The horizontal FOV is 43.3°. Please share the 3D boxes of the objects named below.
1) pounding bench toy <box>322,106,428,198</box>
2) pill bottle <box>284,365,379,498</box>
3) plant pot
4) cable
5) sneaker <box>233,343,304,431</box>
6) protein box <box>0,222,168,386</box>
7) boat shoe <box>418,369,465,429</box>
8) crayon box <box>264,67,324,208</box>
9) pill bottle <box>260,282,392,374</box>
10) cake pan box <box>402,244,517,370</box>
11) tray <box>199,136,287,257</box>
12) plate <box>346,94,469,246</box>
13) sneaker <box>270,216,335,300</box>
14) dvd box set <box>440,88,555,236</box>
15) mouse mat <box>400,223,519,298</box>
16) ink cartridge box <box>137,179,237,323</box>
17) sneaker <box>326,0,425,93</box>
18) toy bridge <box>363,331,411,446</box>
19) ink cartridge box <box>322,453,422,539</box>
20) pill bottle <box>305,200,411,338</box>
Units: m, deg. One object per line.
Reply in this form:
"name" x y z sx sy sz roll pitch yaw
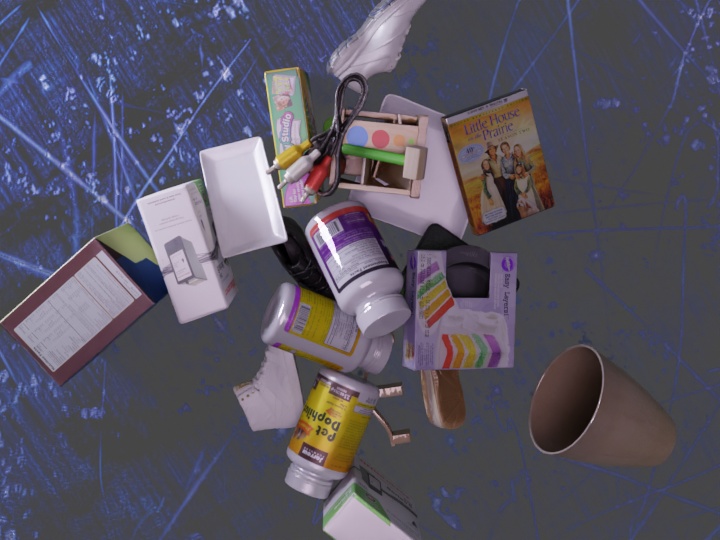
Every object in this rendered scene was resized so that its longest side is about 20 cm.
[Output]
"pounding bench toy" 0.018 -0.179 1.365 0.155 0.200 0.125 6 99 -1
"pill bottle" -0.052 0.266 1.488 0.109 0.109 0.201 22 89 -3
"plant pot" 0.413 0.247 1.492 0.199 0.187 0.188 26 99 -18
"cable" -0.041 -0.185 1.295 0.097 0.050 0.200 39 98 -1
"sneaker" -0.161 0.176 1.521 0.115 0.074 0.201 -9 101 -1
"protein box" -0.419 0.048 1.437 0.200 0.199 0.135 -40 97 6
"boat shoe" 0.127 0.165 1.517 0.073 0.069 0.201 4 78 -28
"crayon box" -0.099 -0.207 1.406 0.058 0.173 0.201 -8 100 1
"pill bottle" -0.052 0.100 1.455 0.199 0.104 0.105 23 99 -18
"cake pan box" 0.162 0.059 1.463 0.183 0.052 0.201 2 91 -23
"tray" -0.188 -0.117 1.453 0.107 0.022 0.201 -15 67 -3
"plate" 0.101 -0.162 1.484 0.199 0.032 0.201 20 99 -2
"sneaker" -0.086 0.002 1.483 0.076 0.091 0.200 -43 99 6
"dvd box set" 0.223 -0.173 1.454 0.146 0.029 0.201 -20 108 -9
"mouse mat" 0.155 0.037 1.489 0.200 0.008 0.161 32 83 -20
"ink cartridge box" -0.270 -0.034 1.442 0.084 0.146 0.201 -17 100 2
"sneaker" 0.037 -0.368 1.440 0.087 0.075 0.200 41 104 -18
"toy bridge" 0.040 0.206 1.549 0.067 0.027 0.201 -9 99 4
"ink cartridge box" 0.017 0.401 1.495 0.145 0.200 0.084 39 95 -6
"pill bottle" 0.000 0.000 1.419 0.111 0.111 0.201 -29 67 5
